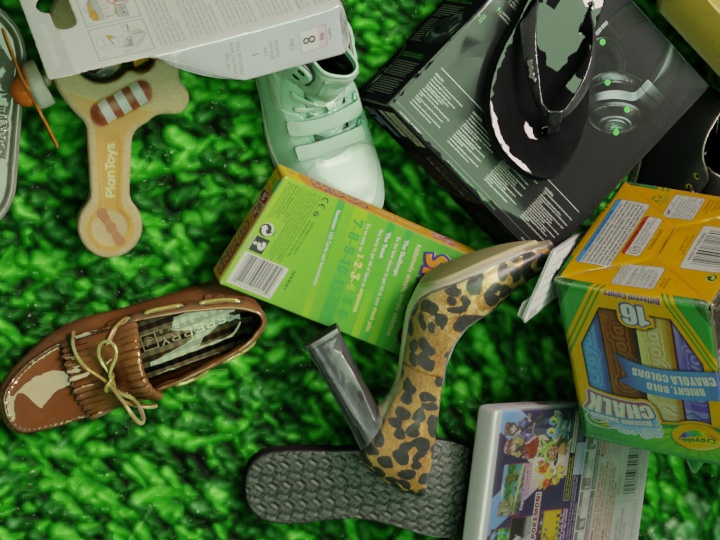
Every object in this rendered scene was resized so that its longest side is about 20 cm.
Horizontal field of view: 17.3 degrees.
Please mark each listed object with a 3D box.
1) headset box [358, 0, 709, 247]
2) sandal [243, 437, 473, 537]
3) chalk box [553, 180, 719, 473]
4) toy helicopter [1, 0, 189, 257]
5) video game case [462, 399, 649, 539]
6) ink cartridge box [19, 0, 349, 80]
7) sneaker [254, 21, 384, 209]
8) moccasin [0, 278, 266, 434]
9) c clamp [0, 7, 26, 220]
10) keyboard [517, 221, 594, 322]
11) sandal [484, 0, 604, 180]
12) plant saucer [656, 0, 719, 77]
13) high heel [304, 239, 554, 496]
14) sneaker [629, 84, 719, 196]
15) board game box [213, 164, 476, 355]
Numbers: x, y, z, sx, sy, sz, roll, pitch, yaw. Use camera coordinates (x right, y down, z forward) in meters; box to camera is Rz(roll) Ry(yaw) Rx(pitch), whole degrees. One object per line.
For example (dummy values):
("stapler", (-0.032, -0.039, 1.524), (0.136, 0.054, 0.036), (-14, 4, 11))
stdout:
("headset box", (0.130, -0.138, 1.742), (0.174, 0.093, 0.200), (44, 85, -18))
("sandal", (0.012, 0.157, 1.786), (0.200, 0.048, 0.075), (5, 99, -5))
("chalk box", (0.233, 0.055, 1.728), (0.125, 0.124, 0.200), (-52, 142, -40))
("toy helicopter", (-0.187, -0.108, 1.662), (0.132, 0.079, 0.200), (-2, 102, -14))
("video game case", (0.147, 0.197, 1.803), (0.182, 0.023, 0.200), (0, 100, -42))
("ink cartridge box", (-0.126, -0.184, 1.595), (0.200, 0.163, 0.057), (-18, 135, -7))
("sneaker", (-0.027, -0.113, 1.686), (0.074, 0.118, 0.201), (-28, 107, -12))
("moccasin", (-0.163, 0.067, 1.696), (0.201, 0.078, 0.074), (-16, 105, -14))
("c clamp", (-0.318, -0.098, 1.649), (0.171, 0.027, 0.200), (9, 97, -18))
("keyboard", (0.147, -0.001, 1.723), (0.011, 0.200, 0.056), (31, 103, 9))
("sandal", (0.138, -0.163, 1.669), (0.076, 0.043, 0.200), (11, 94, -17))
("plant saucer", (0.288, -0.192, 1.754), (0.048, 0.200, 0.200), (-35, 111, 30))
("high heel", (0.076, 0.070, 1.717), (0.200, 0.071, 0.143), (-28, 98, 12))
("sneaker", (0.248, -0.041, 1.786), (0.075, 0.106, 0.200), (0, 100, -17))
("board game box", (0.000, 0.000, 1.733), (0.200, 0.030, 0.096), (24, 109, -28))
